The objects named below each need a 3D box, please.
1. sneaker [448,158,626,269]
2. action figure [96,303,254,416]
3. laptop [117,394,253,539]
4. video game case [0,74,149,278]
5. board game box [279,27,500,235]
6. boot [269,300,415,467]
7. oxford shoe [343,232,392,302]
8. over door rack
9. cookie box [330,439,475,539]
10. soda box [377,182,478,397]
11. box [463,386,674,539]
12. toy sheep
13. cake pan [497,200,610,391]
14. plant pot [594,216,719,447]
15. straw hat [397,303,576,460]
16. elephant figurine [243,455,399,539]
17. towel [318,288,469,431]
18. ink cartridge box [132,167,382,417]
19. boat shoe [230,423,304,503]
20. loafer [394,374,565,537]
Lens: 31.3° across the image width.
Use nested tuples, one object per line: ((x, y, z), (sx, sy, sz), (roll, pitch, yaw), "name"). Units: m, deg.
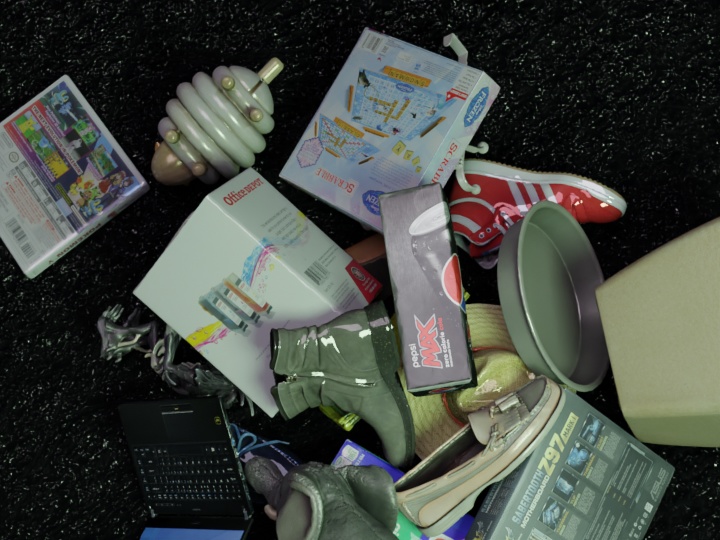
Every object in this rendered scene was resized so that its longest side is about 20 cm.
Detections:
((0.187, -0.052, 1.423), (0.198, 0.071, 0.113), (11, 68, 22), "sneaker")
((-0.192, 0.087, 1.418), (0.198, 0.119, 0.103), (20, 80, 22), "action figure")
((-0.205, 0.243, 1.320), (0.176, 0.103, 0.202), (-9, 99, 43), "laptop")
((-0.382, -0.118, 1.578), (0.182, 0.023, 0.200), (-37, 67, -5), "video game case")
((0.028, -0.151, 1.417), (0.199, 0.041, 0.201), (31, 89, 44), "board game box")
((-0.021, 0.124, 1.280), (0.129, 0.202, 0.068), (-16, 32, -4), "boot")
((0.000, 0.000, 1.452), (0.198, 0.072, 0.072), (-20, 35, 7), "oxford shoe")
((0.067, -0.151, 1.461), (0.147, 0.066, 0.202), (-20, 57, 30), "over door rack")
((0.028, 0.301, 1.317), (0.199, 0.075, 0.172), (29, 75, 18), "cookie box")
((0.067, 0.020, 1.281), (0.070, 0.063, 0.202), (-11, 78, 9), "soda box")
((0.205, 0.240, 1.275), (0.157, 0.051, 0.201), (35, 72, -18), "box")
((-0.164, -0.173, 1.499), (0.199, 0.138, 0.138), (-38, 68, 1), "toy sheep")
((0.201, 0.029, 1.337), (0.036, 0.200, 0.203), (-16, 65, 34), "cake pan")
((0.341, 0.078, 1.291), (0.175, 0.200, 0.202), (-16, 67, 14), "plant pot")
((0.136, 0.122, 1.328), (0.199, 0.085, 0.204), (1, 83, -6), "straw hat")
((-0.033, 0.240, 1.232), (0.154, 0.142, 0.202), (-24, 70, 6), "elephant figurine")
((0.031, 0.084, 1.404), (0.200, 0.018, 0.086), (-47, 30, -9), "towel")
((-0.105, 0.018, 1.355), (0.200, 0.145, 0.145), (42, 111, 1), "ink cartridge box")
((-0.154, 0.203, 1.390), (0.198, 0.069, 0.085), (13, 72, 14), "boat shoe")
((0.113, 0.172, 1.250), (0.063, 0.072, 0.200), (41, 97, -18), "loafer")
